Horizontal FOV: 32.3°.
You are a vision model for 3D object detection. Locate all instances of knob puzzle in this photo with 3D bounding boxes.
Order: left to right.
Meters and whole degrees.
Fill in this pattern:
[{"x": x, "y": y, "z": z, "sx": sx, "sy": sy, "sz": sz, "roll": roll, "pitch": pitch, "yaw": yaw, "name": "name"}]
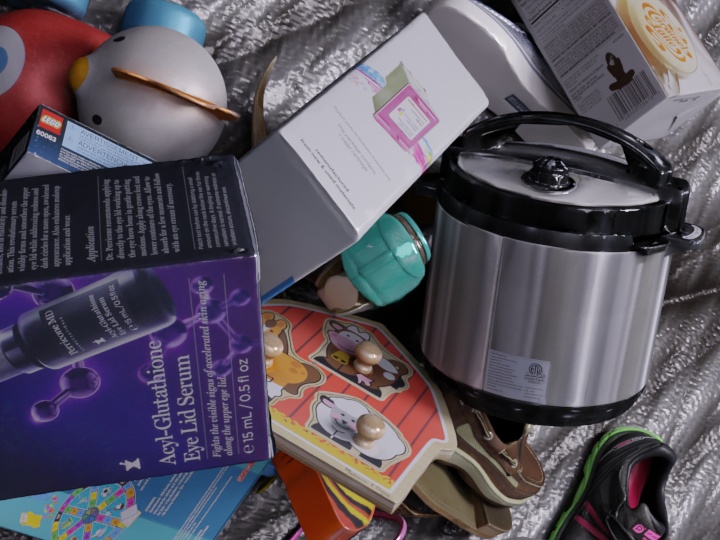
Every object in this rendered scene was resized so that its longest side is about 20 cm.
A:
[{"x": -0.017, "y": 0.066, "z": 0.854, "sx": 0.218, "sy": 0.220, "sz": 0.031, "roll": 9, "pitch": 119, "yaw": -31, "name": "knob puzzle"}]

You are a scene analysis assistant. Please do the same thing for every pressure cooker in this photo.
[{"x": 0.137, "y": -0.011, "z": 0.885, "sx": 0.174, "sy": 0.179, "sz": 0.202, "roll": -4, "pitch": 112, "yaw": -22, "name": "pressure cooker"}]

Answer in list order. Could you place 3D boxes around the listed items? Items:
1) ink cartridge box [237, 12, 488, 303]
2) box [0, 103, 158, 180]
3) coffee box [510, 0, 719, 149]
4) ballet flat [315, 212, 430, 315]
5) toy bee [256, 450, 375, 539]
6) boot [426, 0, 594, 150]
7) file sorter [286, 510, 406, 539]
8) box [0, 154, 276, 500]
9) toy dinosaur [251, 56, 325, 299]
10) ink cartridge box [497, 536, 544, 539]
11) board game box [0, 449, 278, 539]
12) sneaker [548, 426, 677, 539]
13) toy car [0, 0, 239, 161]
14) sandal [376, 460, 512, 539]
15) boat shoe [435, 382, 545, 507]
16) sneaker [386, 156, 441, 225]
[{"x": -0.020, "y": -0.072, "z": 0.843, "sx": 0.085, "sy": 0.144, "sz": 0.200, "roll": 52, "pitch": 43, "yaw": -7, "name": "ink cartridge box"}, {"x": -0.187, "y": -0.010, "z": 0.785, "sx": 0.136, "sy": 0.200, "sz": 0.038, "roll": 26, "pitch": 49, "yaw": -28, "name": "box"}, {"x": 0.204, "y": -0.210, "z": 1.038, "sx": 0.114, "sy": 0.080, "sz": 0.201, "roll": -13, "pitch": 71, "yaw": -48, "name": "coffee box"}, {"x": 0.000, "y": 0.000, "z": 0.897, "sx": 0.070, "sy": 0.200, "sz": 0.068, "roll": -31, "pitch": 88, "yaw": -8, "name": "ballet flat"}, {"x": -0.037, "y": 0.103, "z": 0.925, "sx": 0.108, "sy": 0.130, "sz": 0.202, "roll": -8, "pitch": 82, "yaw": -55, "name": "toy bee"}, {"x": 0.138, "y": -0.184, "z": 1.069, "sx": 0.200, "sy": 0.072, "sz": 0.091, "roll": 42, "pitch": 57, "yaw": -28, "name": "boot"}, {"x": 0.018, "y": 0.291, "z": 0.934, "sx": 0.125, "sy": 0.138, "sz": 0.201, "roll": -44, "pitch": 110, "yaw": -26, "name": "file sorter"}, {"x": -0.154, "y": 0.033, "z": 0.688, "sx": 0.198, "sy": 0.105, "sz": 0.149, "roll": -9, "pitch": 127, "yaw": -9, "name": "box"}, {"x": -0.071, "y": -0.050, "z": 0.949, "sx": 0.101, "sy": 0.058, "sz": 0.202, "roll": -35, "pitch": 110, "yaw": -43, "name": "toy dinosaur"}, {"x": 0.103, "y": 0.287, "z": 0.823, "sx": 0.143, "sy": 0.145, "sz": 0.203, "roll": 1, "pitch": 86, "yaw": -35, "name": "ink cartridge box"}, {"x": -0.169, "y": 0.116, "z": 0.834, "sx": 0.199, "sy": 0.047, "sz": 0.152, "roll": 25, "pitch": 111, "yaw": -28, "name": "board game box"}, {"x": 0.221, "y": 0.232, "z": 1.089, "sx": 0.076, "sy": 0.084, "sz": 0.202, "roll": 27, "pitch": 75, "yaw": -27, "name": "sneaker"}, {"x": -0.160, "y": -0.112, "z": 0.800, "sx": 0.176, "sy": 0.199, "sz": 0.186, "roll": 20, "pitch": 78, "yaw": -29, "name": "toy car"}, {"x": 0.044, "y": 0.176, "z": 0.991, "sx": 0.211, "sy": 0.069, "sz": 0.078, "roll": 39, "pitch": 30, "yaw": -46, "name": "sandal"}, {"x": 0.110, "y": 0.133, "z": 0.992, "sx": 0.202, "sy": 0.074, "sz": 0.075, "roll": 35, "pitch": 31, "yaw": -51, "name": "boat shoe"}, {"x": 0.050, "y": -0.076, "z": 1.008, "sx": 0.198, "sy": 0.088, "sz": 0.076, "roll": 20, "pitch": 114, "yaw": -9, "name": "sneaker"}]
